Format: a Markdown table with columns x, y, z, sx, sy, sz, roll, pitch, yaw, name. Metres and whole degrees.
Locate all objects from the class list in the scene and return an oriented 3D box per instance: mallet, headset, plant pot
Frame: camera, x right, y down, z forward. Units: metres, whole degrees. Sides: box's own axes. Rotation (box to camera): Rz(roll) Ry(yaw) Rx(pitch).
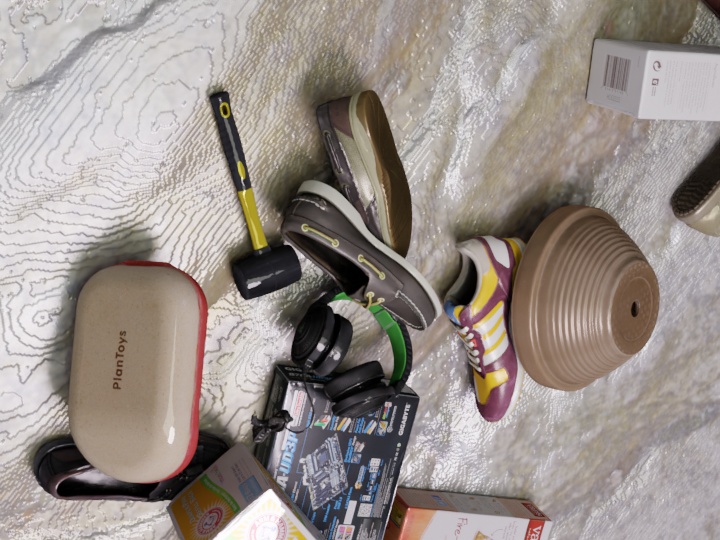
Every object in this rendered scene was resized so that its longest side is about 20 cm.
| x | y | z | sx | sy | sz | roll | pitch | yaw | name |
| --- | --- | --- | --- | --- | --- | --- | --- | --- | --- |
| -0.118 | -0.067 | 1.149 | 0.065 | 0.041 | 0.202 | -28 | 111 | -18 | mallet |
| -0.030 | 0.100 | 1.191 | 0.124 | 0.094 | 0.200 | 51 | 45 | -4 | headset |
| 0.255 | 0.035 | 1.279 | 0.199 | 0.092 | 0.204 | -11 | 106 | -44 | plant pot |

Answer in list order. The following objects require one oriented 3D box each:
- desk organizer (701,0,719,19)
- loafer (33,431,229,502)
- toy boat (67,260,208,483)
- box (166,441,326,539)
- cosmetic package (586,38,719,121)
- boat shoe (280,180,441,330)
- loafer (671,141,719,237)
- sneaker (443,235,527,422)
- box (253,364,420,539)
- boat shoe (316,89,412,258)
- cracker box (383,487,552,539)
| x | y | z | sx | sy | sz | roll | pitch | yaw | name |
| --- | --- | --- | --- | --- | --- | --- | --- | --- | --- |
| 0.400 | -0.323 | 1.281 | 0.199 | 0.077 | 0.072 | 33 | 91 | -29 | desk organizer |
| -0.215 | 0.201 | 1.169 | 0.197 | 0.063 | 0.073 | 2 | 106 | -25 | loafer |
| -0.193 | 0.096 | 1.123 | 0.130 | 0.128 | 0.204 | 15 | 79 | -67 | toy boat |
| -0.085 | 0.287 | 1.177 | 0.101 | 0.112 | 0.201 | -40 | 115 | -6 | box |
| 0.354 | -0.203 | 1.284 | 0.197 | 0.101 | 0.072 | -2 | 107 | -23 | cosmetic package |
| 0.000 | 0.000 | 1.181 | 0.201 | 0.071 | 0.061 | 44 | 62 | -23 | boat shoe |
| 0.442 | -0.119 | 1.370 | 0.200 | 0.076 | 0.068 | -45 | 120 | 5 | loafer |
| 0.126 | 0.063 | 1.280 | 0.089 | 0.075 | 0.204 | 0 | 97 | -27 | sneaker |
| -0.036 | 0.210 | 1.263 | 0.157 | 0.046 | 0.203 | 9 | 102 | -26 | box |
| 0.006 | -0.089 | 1.182 | 0.064 | 0.074 | 0.202 | 2 | 129 | 21 | boat shoe |
| 0.109 | 0.326 | 1.360 | 0.197 | 0.058 | 0.136 | 10 | 102 | -27 | cracker box |
